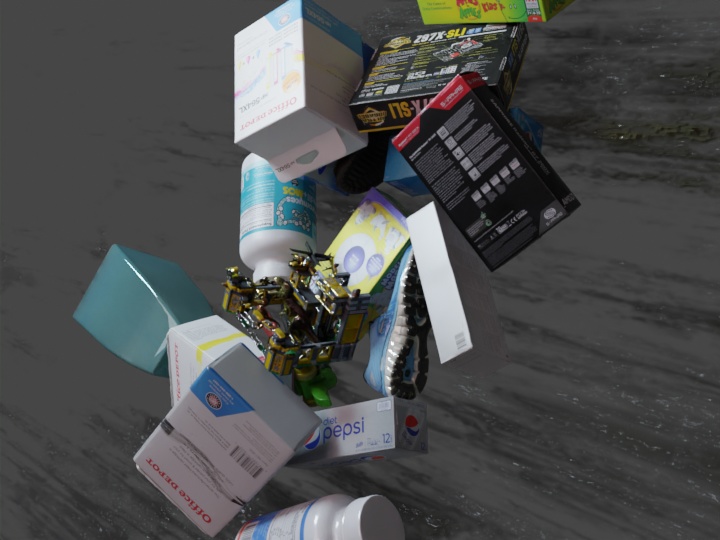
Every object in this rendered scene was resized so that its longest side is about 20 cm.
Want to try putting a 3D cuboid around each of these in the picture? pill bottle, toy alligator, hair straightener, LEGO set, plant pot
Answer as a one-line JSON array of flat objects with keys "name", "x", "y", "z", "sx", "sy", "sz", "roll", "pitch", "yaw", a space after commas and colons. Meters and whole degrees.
[{"name": "pill bottle", "x": -0.118, "y": -0.069, "z": 1.315, "sx": 0.111, "sy": 0.111, "sz": 0.200, "roll": -20, "pitch": 61, "yaw": 36}, {"name": "toy alligator", "x": -0.089, "y": 0.132, "z": 1.250, "sx": 0.054, "sy": 0.059, "sz": 0.200, "roll": -33, "pitch": 35, "yaw": -27}, {"name": "hair straightener", "x": -0.082, "y": 0.084, "z": 1.235, "sx": 0.200, "sy": 0.077, "sz": 0.041, "roll": -141, "pitch": 45, "yaw": -64}, {"name": "LEGO set", "x": -0.081, "y": 0.031, "z": 1.143, "sx": 0.200, "sy": 0.154, "sz": 0.116, "roll": 54, "pitch": 135, "yaw": 50}, {"name": "pill bottle", "x": -0.048, "y": 0.331, "z": 1.086, "sx": 0.200, "sy": 0.112, "sz": 0.112, "roll": -24, "pitch": 58, "yaw": 34}, {"name": "plant pot", "x": -0.321, "y": 0.079, "z": 1.428, "sx": 0.200, "sy": 0.141, "sz": 0.141, "roll": 37, "pitch": 100, "yaw": 39}]

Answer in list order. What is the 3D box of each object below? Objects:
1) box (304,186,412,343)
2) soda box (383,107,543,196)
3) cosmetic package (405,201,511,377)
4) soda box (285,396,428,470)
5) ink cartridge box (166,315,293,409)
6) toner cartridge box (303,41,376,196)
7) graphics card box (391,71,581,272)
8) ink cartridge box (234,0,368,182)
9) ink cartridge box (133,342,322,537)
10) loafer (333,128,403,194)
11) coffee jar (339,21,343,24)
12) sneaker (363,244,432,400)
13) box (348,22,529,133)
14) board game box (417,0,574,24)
[{"name": "box", "x": 0.000, "y": 0.000, "z": 1.222, "sx": 0.200, "sy": 0.048, "sz": 0.117, "roll": -56, "pitch": 45, "yaw": 13}, {"name": "soda box", "x": 0.127, "y": -0.146, "z": 1.150, "sx": 0.200, "sy": 0.064, "sz": 0.068, "roll": -6, "pitch": 70, "yaw": 41}, {"name": "cosmetic package", "x": 0.114, "y": 0.022, "z": 1.081, "sx": 0.051, "sy": 0.083, "sz": 0.200, "roll": -33, "pitch": 53, "yaw": 32}, {"name": "soda box", "x": -0.013, "y": 0.206, "z": 1.134, "sx": 0.200, "sy": 0.068, "sz": 0.063, "roll": -18, "pitch": 64, "yaw": 38}, {"name": "ink cartridge box", "x": -0.181, "y": 0.166, "z": 1.258, "sx": 0.200, "sy": 0.083, "sz": 0.145, "roll": 27, "pitch": 123, "yaw": 45}, {"name": "toner cartridge box", "x": -0.019, "y": -0.215, "z": 1.292, "sx": 0.043, "sy": 0.095, "sz": 0.200, "roll": 25, "pitch": 92, "yaw": 45}, {"name": "graphics card box", "x": 0.143, "y": -0.113, "z": 1.050, "sx": 0.125, "sy": 0.051, "sz": 0.200, "roll": -42, "pitch": 81, "yaw": 35}, {"name": "ink cartridge box", "x": -0.079, "y": -0.229, "z": 1.199, "sx": 0.128, "sy": 0.125, "sz": 0.200, "roll": -21, "pitch": 60, "yaw": 34}, {"name": "ink cartridge box", "x": -0.167, "y": 0.211, "z": 1.124, "sx": 0.145, "sy": 0.084, "sz": 0.200, "roll": 44, "pitch": 120, "yaw": 4}, {"name": "loafer", "x": 0.028, "y": -0.194, "z": 1.264, "sx": 0.200, "sy": 0.073, "sz": 0.071, "roll": -52, "pitch": 42, "yaw": 0}, {"name": "coffee jar", "x": -0.089, "y": -0.289, "z": 1.382, "sx": 0.085, "sy": 0.104, "sz": 0.200, "roll": 22, "pitch": 90, "yaw": 48}, {"name": "sneaker", "x": 0.044, "y": 0.059, "z": 1.136, "sx": 0.090, "sy": 0.078, "sz": 0.200, "roll": 5, "pitch": 76, "yaw": 48}, {"name": "box", "x": 0.100, "y": -0.249, "z": 1.149, "sx": 0.200, "sy": 0.049, "sz": 0.160, "roll": -3, "pitch": 42, "yaw": 26}, {"name": "board game box", "x": 0.179, "y": -0.358, "z": 1.162, "sx": 0.200, "sy": 0.048, "sz": 0.102, "roll": 15, "pitch": 45, "yaw": 45}]
